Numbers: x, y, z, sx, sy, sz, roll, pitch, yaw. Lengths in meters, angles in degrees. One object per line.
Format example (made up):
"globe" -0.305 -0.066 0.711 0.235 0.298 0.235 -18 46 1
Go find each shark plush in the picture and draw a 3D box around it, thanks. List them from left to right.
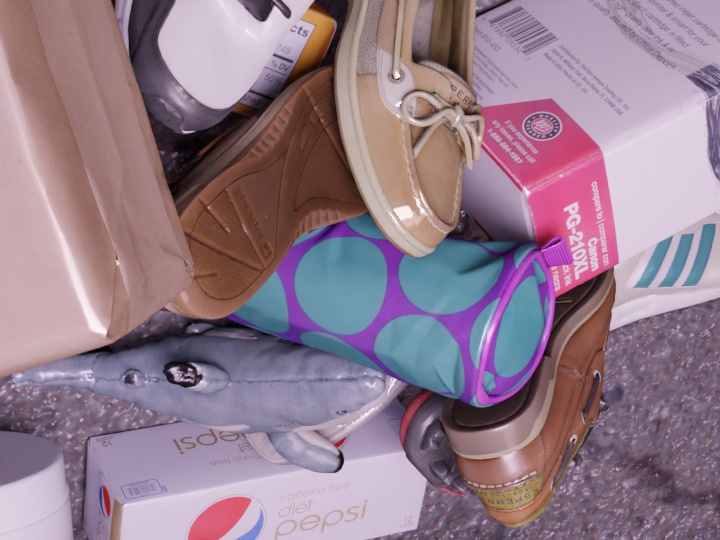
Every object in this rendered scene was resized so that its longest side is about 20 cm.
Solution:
"shark plush" -0.082 0.047 0.924 0.199 0.083 0.091 15 89 4

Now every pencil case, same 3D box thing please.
"pencil case" 0.000 0.000 0.875 0.093 0.199 0.085 -59 150 -19

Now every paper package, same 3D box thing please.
"paper package" -0.189 -0.044 0.692 0.199 0.103 0.192 -16 94 20

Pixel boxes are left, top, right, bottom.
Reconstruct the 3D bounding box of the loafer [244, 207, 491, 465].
"loafer" 0.016 0.037 0.998 0.200 0.070 0.070 -42 164 -1

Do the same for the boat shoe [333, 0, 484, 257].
"boat shoe" 0.032 -0.106 0.825 0.063 0.202 0.073 -15 150 29

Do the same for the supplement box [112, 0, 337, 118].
"supplement box" -0.111 -0.131 0.808 0.199 0.067 0.069 19 108 -39

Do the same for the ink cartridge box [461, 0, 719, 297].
"ink cartridge box" 0.143 -0.093 0.929 0.199 0.145 0.085 -27 133 -11

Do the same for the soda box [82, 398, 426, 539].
"soda box" -0.060 0.127 1.025 0.199 0.064 0.068 -7 126 -25

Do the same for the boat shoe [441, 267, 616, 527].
"boat shoe" 0.094 0.057 0.932 0.200 0.072 0.068 -53 129 -49

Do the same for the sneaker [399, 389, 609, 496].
"sneaker" 0.066 0.081 1.024 0.200 0.098 0.071 -1 120 -59

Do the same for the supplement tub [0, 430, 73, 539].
"supplement tub" -0.210 0.196 0.897 0.131 0.132 0.202 -8 102 -25

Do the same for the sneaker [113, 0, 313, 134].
"sneaker" -0.040 -0.147 0.762 0.074 0.080 0.201 42 57 -29

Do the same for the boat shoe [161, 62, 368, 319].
"boat shoe" -0.050 -0.040 0.808 0.200 0.072 0.072 -47 121 -44

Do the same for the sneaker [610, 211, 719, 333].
"sneaker" 0.180 -0.027 1.049 0.199 0.070 0.094 -20 136 -13
